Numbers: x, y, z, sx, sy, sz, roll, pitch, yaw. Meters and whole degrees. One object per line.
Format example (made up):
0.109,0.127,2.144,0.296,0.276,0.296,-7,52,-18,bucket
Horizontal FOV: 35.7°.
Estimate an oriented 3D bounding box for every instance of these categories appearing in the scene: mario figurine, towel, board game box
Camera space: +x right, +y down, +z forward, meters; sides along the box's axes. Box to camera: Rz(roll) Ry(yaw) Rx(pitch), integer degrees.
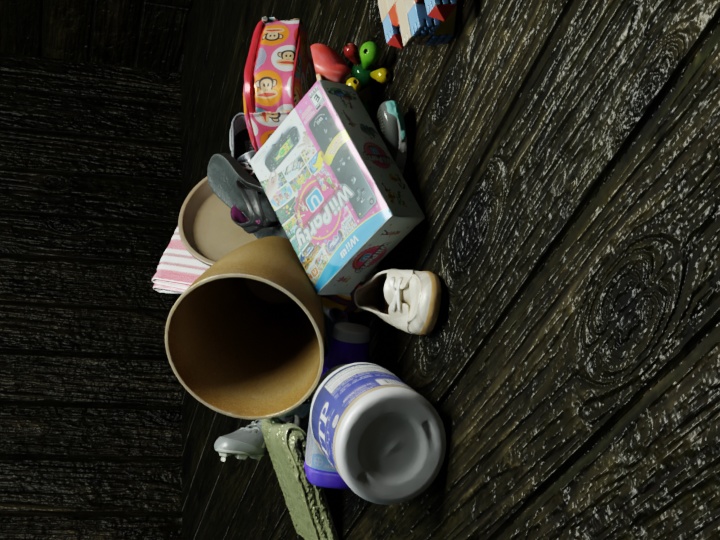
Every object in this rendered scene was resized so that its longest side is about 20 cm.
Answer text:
-0.070,-0.228,1.634,0.123,0.104,0.204,-163,75,-76,mario figurine
-0.083,0.302,1.567,0.148,0.036,0.203,2,112,70,towel
-0.193,-0.042,1.578,0.030,0.144,0.202,79,-154,-51,towel
-0.031,-0.097,1.312,0.148,0.064,0.202,-45,62,31,board game box

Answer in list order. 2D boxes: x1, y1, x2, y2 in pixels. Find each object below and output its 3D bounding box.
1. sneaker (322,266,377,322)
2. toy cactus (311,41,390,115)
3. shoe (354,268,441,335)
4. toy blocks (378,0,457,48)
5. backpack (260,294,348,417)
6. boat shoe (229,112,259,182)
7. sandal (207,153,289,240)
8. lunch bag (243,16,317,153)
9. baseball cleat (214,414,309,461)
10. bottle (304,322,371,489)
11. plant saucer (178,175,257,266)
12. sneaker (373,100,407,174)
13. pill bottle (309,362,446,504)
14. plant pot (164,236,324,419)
0.000,0.000,1.407,0.091,0.074,0.199,59,147,1,sneaker
-0.014,-0.213,1.473,0.166,0.100,0.203,-93,3,-60,toy cactus
0.041,0.034,1.253,0.200,0.052,0.071,-179,93,-75,shoe
0.066,-0.306,1.200,0.200,0.098,0.139,142,119,-69,toy blocks
-0.095,0.108,1.548,0.201,0.148,0.180,122,142,-50,backpack
-0.143,-0.135,1.543,0.068,0.070,0.202,77,178,-53,boat shoe
-0.151,-0.085,1.469,0.200,0.047,0.076,37,125,37,sandal
-0.094,-0.225,1.465,0.202,0.080,0.179,80,-167,-51,lunch bag
-0.143,0.230,1.665,0.069,0.199,0.109,5,87,33,baseball cleat
-0.021,0.169,1.398,0.065,0.082,0.204,-113,29,-77,bottle
-0.156,-0.073,1.559,0.030,0.196,0.202,77,-178,-50,plant saucer
0.000,-0.124,1.372,0.202,0.089,0.078,109,157,-44,sneaker
0.009,0.167,1.218,0.200,0.117,0.122,-155,70,-74,pill bottle
-0.120,0.045,1.346,0.201,0.183,0.189,-74,-3,-63,plant pot
